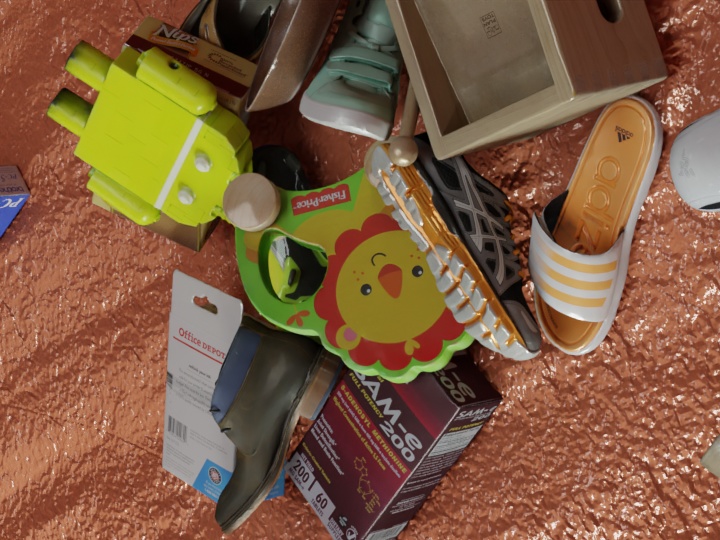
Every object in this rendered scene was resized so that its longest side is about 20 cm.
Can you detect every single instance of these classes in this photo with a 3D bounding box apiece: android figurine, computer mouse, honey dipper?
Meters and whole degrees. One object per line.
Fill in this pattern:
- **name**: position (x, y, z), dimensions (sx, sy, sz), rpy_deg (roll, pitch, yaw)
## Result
- **android figurine**: position (-0.176, -0.112, 1.413), dimensions (0.200, 0.041, 0.182), rpy_deg (35, 135, -1)
- **computer mouse**: position (0.284, -0.087, 1.103), dimensions (0.200, 0.044, 0.110), rpy_deg (-22, 82, 44)
- **honey dipper**: position (0.050, -0.166, 1.256), dimensions (0.038, 0.038, 0.200), rpy_deg (-21, 49, 44)

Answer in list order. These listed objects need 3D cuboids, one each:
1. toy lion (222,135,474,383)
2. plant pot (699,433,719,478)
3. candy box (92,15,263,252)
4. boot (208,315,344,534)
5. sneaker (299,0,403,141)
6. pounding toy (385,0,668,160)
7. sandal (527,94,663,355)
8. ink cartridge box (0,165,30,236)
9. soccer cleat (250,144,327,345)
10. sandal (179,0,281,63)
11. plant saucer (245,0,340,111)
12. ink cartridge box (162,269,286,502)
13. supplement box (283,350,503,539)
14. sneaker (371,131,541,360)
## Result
- **toy lion**: position (0.000, 0.000, 1.323), dimensions (0.200, 0.069, 0.192), rpy_deg (-13, 76, 14)
- **plant pot**: position (0.338, 0.095, 0.997), dimensions (0.173, 0.200, 0.200), rpy_deg (39, 123, 13)
- **candy box**: position (-0.168, -0.120, 1.469), dimensions (0.115, 0.055, 0.200), rpy_deg (25, 135, 4)
- **boot**: position (-0.101, 0.133, 1.428), dimensions (0.097, 0.075, 0.200), rpy_deg (29, 105, -6)
- **sneaker**: position (0.004, -0.176, 1.286), dimensions (0.200, 0.074, 0.118), rpy_deg (-93, 21, -70)
- **pounding toy**: position (0.132, -0.211, 1.191), dimensions (0.184, 0.142, 0.200), rpy_deg (-21, 86, 52)
- **sandal**: position (0.163, -0.034, 1.220), dimensions (0.079, 0.059, 0.207), rpy_deg (31, 117, 38)
- **ink cartridge box**: position (-0.461, -0.064, 1.732), dimensions (0.094, 0.200, 0.044), rpy_deg (-47, 64, 38)
- **soccer cleat**: position (-0.062, -0.014, 1.458), dimensions (0.084, 0.065, 0.200), rpy_deg (174, 83, -74)
- **sandal**: position (-0.107, -0.214, 1.444), dimensions (0.200, 0.082, 0.055), rpy_deg (-54, 37, 27)
- **plant saucer**: position (-0.042, -0.217, 1.327), dimensions (0.200, 0.034, 0.201), rpy_deg (-159, 90, -81)
- **ink cartridge box**: position (-0.122, 0.104, 1.506), dimensions (0.116, 0.068, 0.200), rpy_deg (23, 115, 45)
- **supplement box**: position (0.024, 0.139, 1.382), dimensions (0.109, 0.061, 0.200), rpy_deg (52, 127, 27)
- **sneaker**: position (0.089, -0.024, 1.247), dimensions (0.200, 0.077, 0.078), rpy_deg (60, 161, 4)
